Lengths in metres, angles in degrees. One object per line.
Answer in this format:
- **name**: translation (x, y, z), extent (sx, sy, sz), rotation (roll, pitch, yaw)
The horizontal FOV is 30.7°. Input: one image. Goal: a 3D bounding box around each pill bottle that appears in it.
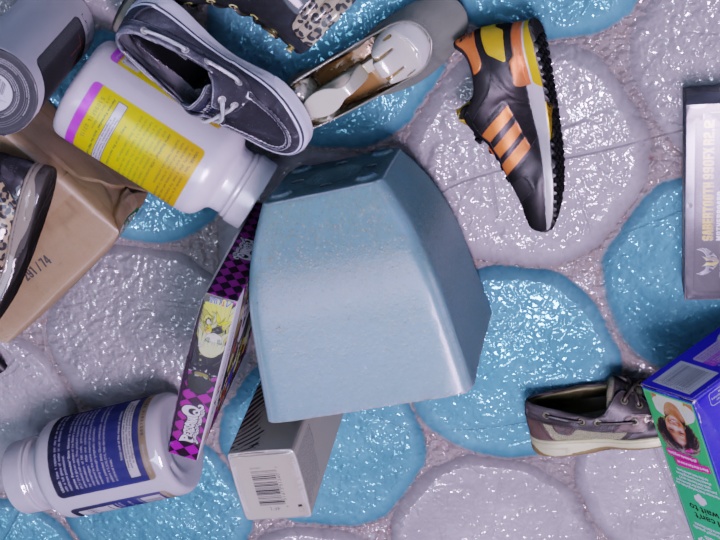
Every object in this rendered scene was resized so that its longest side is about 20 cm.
- **pill bottle**: translation (-0.181, -0.123, 1.245), extent (0.200, 0.104, 0.104), rotation (33, 117, -6)
- **pill bottle**: translation (-0.281, 0.205, 1.423), extent (0.200, 0.111, 0.111), rotation (-14, 113, 16)

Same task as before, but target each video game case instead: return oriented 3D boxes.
- **video game case**: translation (-0.130, 0.055, 1.271), extent (0.036, 0.200, 0.182), rotation (17, 117, 0)

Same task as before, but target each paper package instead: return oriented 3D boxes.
- **paper package**: translation (-0.349, -0.057, 1.308), extent (0.191, 0.104, 0.200), rotation (42, 115, -13)

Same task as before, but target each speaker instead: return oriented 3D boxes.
- **speaker**: translation (-0.301, -0.193, 1.177), extent (0.081, 0.200, 0.081), rotation (2, 117, 3)

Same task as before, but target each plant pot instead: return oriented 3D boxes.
- **plant pot**: translation (0.000, 0.000, 1.232), extent (0.195, 0.196, 0.200), rotation (-10, 108, 15)

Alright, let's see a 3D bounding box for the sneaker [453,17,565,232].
- **sneaker**: translation (0.136, -0.130, 1.210), extent (0.090, 0.070, 0.200), rotation (-3, 112, 18)

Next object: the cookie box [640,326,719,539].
- **cookie box**: translation (0.377, 0.155, 1.255), extent (0.171, 0.075, 0.200), rotation (-31, 113, -21)

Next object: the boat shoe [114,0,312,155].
- **boat shoe**: translation (-0.131, -0.161, 1.170), extent (0.200, 0.068, 0.072), rotation (40, 131, -19)

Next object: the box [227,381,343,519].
- **box**: translation (-0.069, 0.157, 1.310), extent (0.068, 0.200, 0.082), rotation (-7, 114, 13)

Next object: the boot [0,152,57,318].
- **boot**: translation (-0.382, -0.037, 1.225), extent (0.150, 0.073, 0.200), rotation (25, 115, -5)

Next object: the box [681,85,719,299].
- **box**: translation (0.376, -0.071, 1.204), extent (0.158, 0.048, 0.200), rotation (-2, 116, 12)

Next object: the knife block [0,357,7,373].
- **knife block**: translation (-0.470, 0.057, 1.420), extent (0.064, 0.175, 0.200), rotation (-35, 61, 22)

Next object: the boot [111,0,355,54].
- **boot**: translation (-0.115, -0.242, 1.193), extent (0.154, 0.074, 0.203), rotation (43, 117, -15)

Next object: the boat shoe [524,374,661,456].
- **boat shoe**: translation (0.260, 0.139, 1.315), extent (0.200, 0.073, 0.065), rotation (-15, 118, 17)

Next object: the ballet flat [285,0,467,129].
- **ballet flat**: translation (0.010, -0.182, 1.204), extent (0.200, 0.064, 0.067), rotation (-27, 109, 21)
